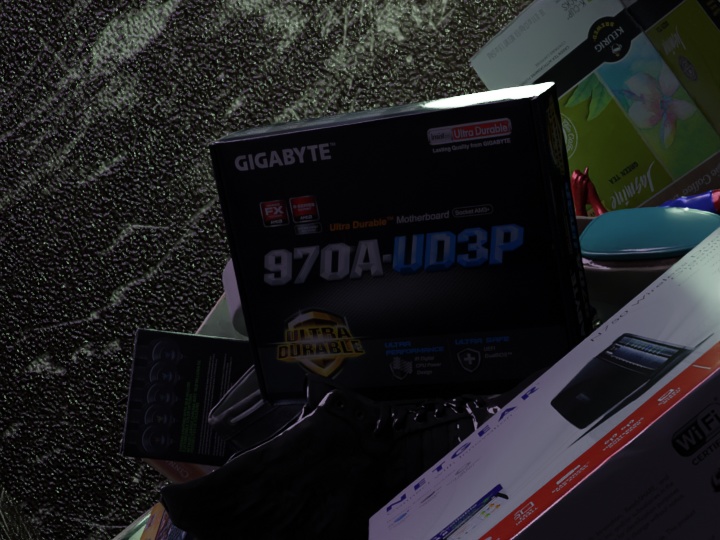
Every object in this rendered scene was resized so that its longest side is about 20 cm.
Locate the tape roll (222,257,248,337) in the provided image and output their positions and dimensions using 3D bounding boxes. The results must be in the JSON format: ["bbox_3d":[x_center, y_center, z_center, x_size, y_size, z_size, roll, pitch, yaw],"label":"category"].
[{"bbox_3d":[0.000,0.000,0.930,0.199,0.038,0.203,-15,-18,-5],"label":"tape roll"}]

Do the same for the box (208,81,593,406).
[{"bbox_3d":[0.024,-0.010,0.728,0.197,0.162,0.046,-5,14,24],"label":"box"}]

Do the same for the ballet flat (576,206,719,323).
[{"bbox_3d":[0.128,-0.002,0.756,0.198,0.070,0.069,7,30,37],"label":"ballet flat"}]

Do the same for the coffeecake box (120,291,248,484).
[{"bbox_3d":[-0.093,0.113,1.149,0.201,0.153,0.073,-52,4,21],"label":"coffeecake box"}]

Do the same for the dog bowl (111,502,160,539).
[{"bbox_3d":[-0.279,0.353,1.456,0.199,0.074,0.200,-40,-1,-1],"label":"dog bowl"}]

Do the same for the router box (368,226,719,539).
[{"bbox_3d":[0.091,0.050,0.400,0.199,0.049,0.179,-40,0,0],"label":"router box"}]

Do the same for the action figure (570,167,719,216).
[{"bbox_3d":[0.177,-0.048,0.824,0.065,0.100,0.200,-11,-23,-41],"label":"action figure"}]

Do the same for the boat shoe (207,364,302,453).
[{"bbox_3d":[-0.027,0.051,0.844,0.201,0.071,0.072,-50,14,15],"label":"boat shoe"}]

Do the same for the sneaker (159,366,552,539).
[{"bbox_3d":[0.009,0.084,0.628,0.199,0.105,0.060,-39,-1,-14],"label":"sneaker"}]

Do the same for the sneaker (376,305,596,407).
[{"bbox_3d":[0.069,0.049,0.841,0.199,0.086,0.077,-39,0,27],"label":"sneaker"}]

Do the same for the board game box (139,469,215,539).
[{"bbox_3d":[-0.131,0.213,0.859,0.137,0.034,0.200,-68,11,-21],"label":"board game box"}]

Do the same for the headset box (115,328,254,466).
[{"bbox_3d":[-0.085,0.100,0.990,0.174,0.196,0.094,143,134,-84],"label":"headset box"}]

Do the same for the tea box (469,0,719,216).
[{"bbox_3d":[0.222,-0.149,1.041,0.133,0.198,0.200,-38,-1,35],"label":"tea box"}]
